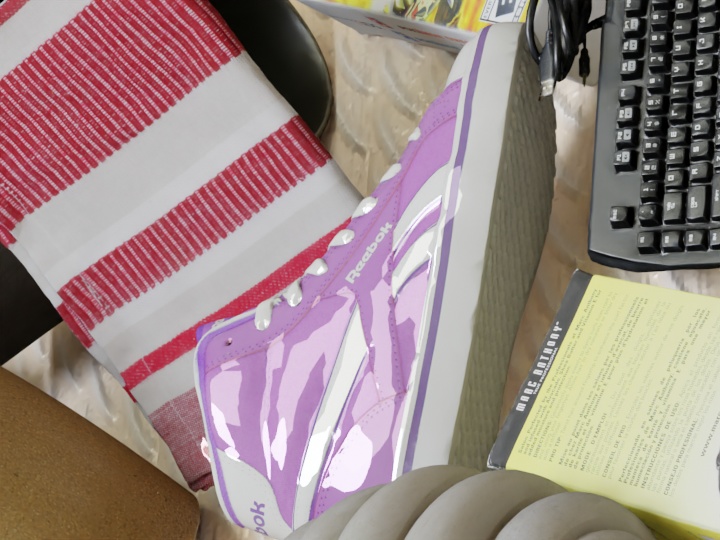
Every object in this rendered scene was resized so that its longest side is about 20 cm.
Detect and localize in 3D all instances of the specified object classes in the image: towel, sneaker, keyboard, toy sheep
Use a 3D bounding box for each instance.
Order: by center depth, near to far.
[{"bbox_3d":[0.032,0.122,0.815,0.200,0.138,0.138,-5,59,37],"label":"toy sheep"},{"bbox_3d":[0.100,-0.095,0.934,0.104,0.040,0.201,-7,63,27],"label":"keyboard"},{"bbox_3d":[0.000,0.000,0.965,0.114,0.073,0.201,7,69,22],"label":"sneaker"},{"bbox_3d":[-0.073,-0.023,1.038,0.144,0.200,0.023,-34,7,35],"label":"towel"}]

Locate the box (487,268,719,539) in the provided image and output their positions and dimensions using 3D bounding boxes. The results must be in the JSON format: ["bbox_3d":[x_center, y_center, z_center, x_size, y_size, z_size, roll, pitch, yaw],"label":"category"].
[{"bbox_3d":[0.123,0.052,0.817,0.200,0.050,0.075,9,71,58],"label":"box"}]

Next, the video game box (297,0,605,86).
[{"bbox_3d":[0.067,-0.182,1.084,0.182,0.047,0.200,20,87,61],"label":"video game box"}]

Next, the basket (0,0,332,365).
[{"bbox_3d":[-0.140,-0.048,1.173,0.200,0.180,0.136,-41,53,36],"label":"basket"}]

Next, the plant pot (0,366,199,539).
[{"bbox_3d":[-0.197,0.090,1.049,0.186,0.200,0.186,-43,14,14],"label":"plant pot"}]
